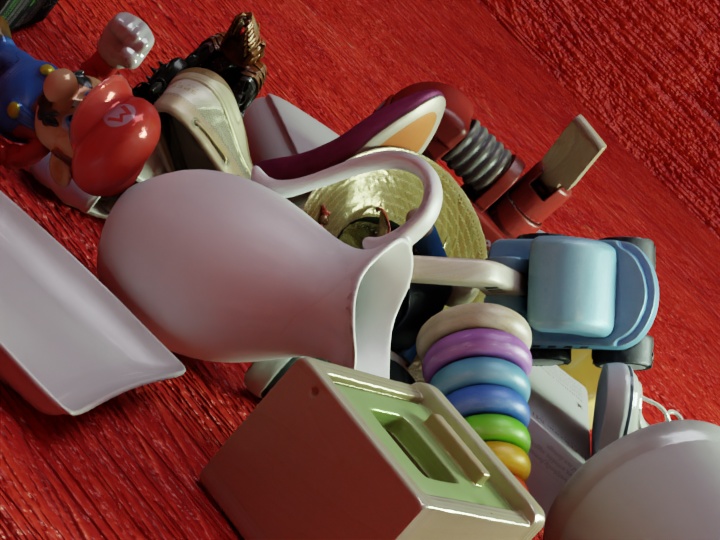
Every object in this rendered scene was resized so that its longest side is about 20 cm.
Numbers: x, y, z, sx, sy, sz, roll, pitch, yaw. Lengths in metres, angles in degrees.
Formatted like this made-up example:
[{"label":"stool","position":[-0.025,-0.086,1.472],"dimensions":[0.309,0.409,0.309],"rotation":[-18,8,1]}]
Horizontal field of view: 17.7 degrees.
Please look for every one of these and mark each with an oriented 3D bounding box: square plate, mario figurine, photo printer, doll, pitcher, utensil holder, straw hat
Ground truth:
[{"label":"square plate","position":[-0.212,0.012,1.381],"dimensions":[0.200,0.028,0.198],"rotation":[43,13,8]},{"label":"mario figurine","position":[-0.212,-0.121,1.527],"dimensions":[0.200,0.124,0.106],"rotation":[23,14,39]},{"label":"photo printer","position":[-0.023,-0.057,2.010],"dimensions":[0.166,0.069,0.200],"rotation":[34,15,-27]},{"label":"doll","position":[0.024,0.016,1.753],"dimensions":[0.048,0.137,0.200],"rotation":[26,22,37]},{"label":"pitcher","position":[-0.056,-0.016,1.507],"dimensions":[0.199,0.172,0.121],"rotation":[16,-23,23]},{"label":"utensil holder","position":[0.244,0.234,1.633],"dimensions":[0.170,0.170,0.200],"rotation":[29,21,-39]},{"label":"straw hat","position":[0.000,0.000,1.838],"dimensions":[0.201,0.202,0.085],"rotation":[32,-25,-32]}]

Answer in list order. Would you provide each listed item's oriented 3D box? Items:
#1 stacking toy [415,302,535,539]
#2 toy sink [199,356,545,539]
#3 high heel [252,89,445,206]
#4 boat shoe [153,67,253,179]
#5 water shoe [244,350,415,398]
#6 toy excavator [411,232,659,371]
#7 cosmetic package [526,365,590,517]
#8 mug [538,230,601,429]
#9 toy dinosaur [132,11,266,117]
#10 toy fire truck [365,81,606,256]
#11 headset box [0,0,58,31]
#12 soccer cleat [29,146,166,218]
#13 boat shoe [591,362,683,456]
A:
[{"label":"stacking toy","position":[0.087,0.125,1.631],"dimensions":[0.085,0.085,0.201],"rotation":[29,44,-38]},{"label":"toy sink","position":[0.023,0.143,1.425],"dimensions":[0.130,0.112,0.200],"rotation":[50,16,31]},{"label":"high heel","position":[-0.025,-0.099,1.865],"dimensions":[0.067,0.200,0.096],"rotation":[28,25,-53]},{"label":"boat shoe","position":[-0.102,-0.045,1.678],"dimensions":[0.065,0.072,0.201],"rotation":[-52,130,-49]},{"label":"water shoe","position":[-0.004,0.085,1.618],"dimensions":[0.079,0.072,0.200],"rotation":[49,17,24]},{"label":"toy excavator","position":[0.118,0.009,1.721],"dimensions":[0.194,0.100,0.200],"rotation":[1,-11,17]},{"label":"cosmetic package","position":[0.116,0.118,1.818],"dimensions":[0.113,0.081,0.200],"rotation":[40,13,-9]},{"label":"mug","position":[0.151,0.048,2.088],"dimensions":[0.149,0.187,0.153],"rotation":[-5,26,-24]},{"label":"toy dinosaur","position":[-0.124,-0.153,1.883],"dimensions":[0.102,0.136,0.200],"rotation":[30,-33,23]},{"label":"toy fire truck","position":[0.101,-0.088,1.898],"dimensions":[0.176,0.200,0.129],"rotation":[45,21,-10]},{"label":"headset box","position":[-0.321,-0.278,1.853],"dimensions":[0.174,0.093,0.200],"rotation":[40,14,0]},{"label":"soccer cleat","position":[-0.168,-0.069,1.685],"dimensions":[0.078,0.069,0.200],"rotation":[50,23,17]},{"label":"boat shoe","position":[0.220,0.147,1.780],"dimensions":[0.086,0.202,0.075],"rotation":[1,44,4]}]
